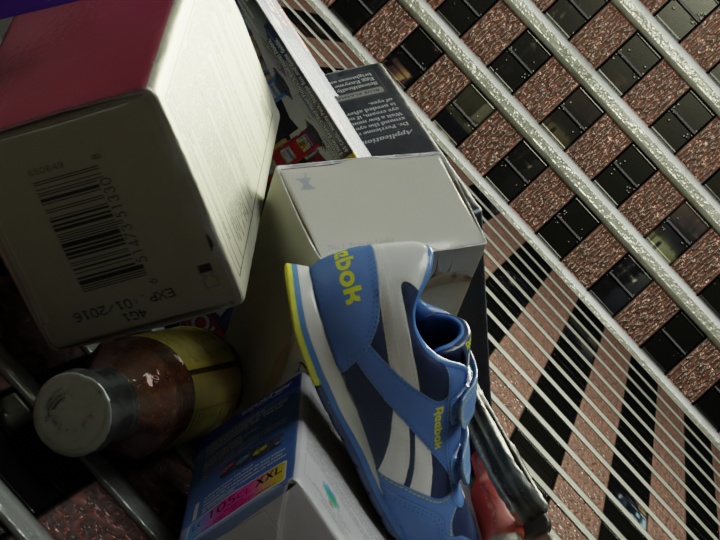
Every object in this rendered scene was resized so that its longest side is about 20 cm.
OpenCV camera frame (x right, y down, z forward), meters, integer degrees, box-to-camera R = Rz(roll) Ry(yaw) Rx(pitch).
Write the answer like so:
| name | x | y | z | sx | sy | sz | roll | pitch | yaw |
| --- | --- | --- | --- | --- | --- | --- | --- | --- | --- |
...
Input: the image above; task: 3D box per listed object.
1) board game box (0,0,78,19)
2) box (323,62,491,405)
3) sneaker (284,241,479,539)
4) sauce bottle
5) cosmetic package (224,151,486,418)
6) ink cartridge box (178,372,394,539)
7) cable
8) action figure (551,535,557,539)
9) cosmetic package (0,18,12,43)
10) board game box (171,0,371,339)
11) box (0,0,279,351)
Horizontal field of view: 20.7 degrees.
| name | x | y | z | sx | sy | sz | roll | pitch | yaw |
| --- | --- | --- | --- | --- | --- | --- | --- | --- | --- |
| board game box | -0.248 | -0.161 | 0.972 | 0.135 | 0.199 | 0.045 | -122 | -159 | -48 |
| box | 0.000 | 0.000 | 1.327 | 0.200 | 0.117 | 0.197 | -119 | -161 | -51 |
| sneaker | 0.029 | 0.072 | 1.004 | 0.074 | 0.082 | 0.201 | -111 | 177 | -61 |
| sauce bottle | -0.114 | 0.063 | 1.012 | 0.066 | 0.066 | 0.200 | 48 | 10 | 9 |
| cosmetic package | -0.013 | 0.032 | 1.101 | 0.103 | 0.200 | 0.073 | -7 | 51 | -23 |
| ink cartridge box | -0.022 | 0.142 | 1.003 | 0.137 | 0.076 | 0.200 | 57 | 10 | -12 |
| cable | 0.056 | 0.093 | 1.099 | 0.201 | 0.050 | 0.097 | 62 | -4 | 28 |
| action figure | 0.175 | 0.258 | 1.308 | 0.193 | 0.105 | 0.200 | 30 | -7 | 5 |
| cosmetic package | -0.170 | -0.085 | 1.285 | 0.200 | 0.090 | 0.107 | 32 | 18 | -45 |
| board game box | -0.101 | -0.052 | 1.173 | 0.201 | 0.199 | 0.062 | 58 | 12 | 3 |
| box | -0.120 | -0.073 | 1.025 | 0.200 | 0.108 | 0.128 | -84 | 156 | -58 |
